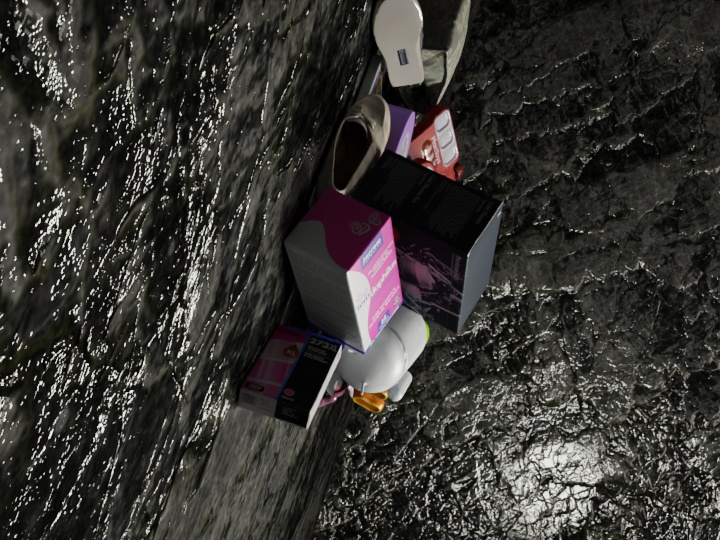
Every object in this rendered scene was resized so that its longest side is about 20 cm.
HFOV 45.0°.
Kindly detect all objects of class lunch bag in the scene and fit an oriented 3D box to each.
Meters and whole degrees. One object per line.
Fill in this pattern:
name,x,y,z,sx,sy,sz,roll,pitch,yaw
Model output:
lunch bag,0.120,-0.389,1.506,0.200,0.116,0.165,83,24,-65

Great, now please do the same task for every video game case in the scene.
video game case,0.005,-0.225,1.364,0.200,0.018,0.145,89,19,-73

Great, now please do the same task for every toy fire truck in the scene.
toy fire truck,0.119,-0.169,1.540,0.168,0.112,0.201,-41,133,-22

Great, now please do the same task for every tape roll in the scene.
tape roll,0.026,-0.158,1.353,0.200,0.065,0.202,17,90,-85

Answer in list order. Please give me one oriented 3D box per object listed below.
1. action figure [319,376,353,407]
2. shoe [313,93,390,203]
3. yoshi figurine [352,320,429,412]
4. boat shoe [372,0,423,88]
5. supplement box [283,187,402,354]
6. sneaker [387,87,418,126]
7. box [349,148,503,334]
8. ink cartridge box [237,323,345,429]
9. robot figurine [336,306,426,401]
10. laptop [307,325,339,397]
action figure,-0.051,0.197,1.491,0.200,0.148,0.135,173,-59,-81
shoe,-0.004,-0.168,1.180,0.053,0.069,0.201,114,-1,-63
yoshi figurine,0.061,0.140,1.473,0.112,0.111,0.201,53,46,-38
boat shoe,0.053,-0.359,1.261,0.200,0.074,0.094,78,4,-63
supplement box,-0.018,0.004,1.141,0.101,0.103,0.201,-52,153,-24
sneaker,0.073,-0.278,1.602,0.088,0.073,0.202,95,9,-66
box,0.087,-0.037,1.212,0.104,0.181,0.201,-54,159,-28
ink cartridge box,-0.084,0.125,1.151,0.200,0.094,0.037,-63,168,-61
robot figurine,0.030,0.111,1.320,0.171,0.112,0.200,62,30,-7
laptop,-0.072,0.092,1.366,0.200,0.115,0.189,62,42,-58
